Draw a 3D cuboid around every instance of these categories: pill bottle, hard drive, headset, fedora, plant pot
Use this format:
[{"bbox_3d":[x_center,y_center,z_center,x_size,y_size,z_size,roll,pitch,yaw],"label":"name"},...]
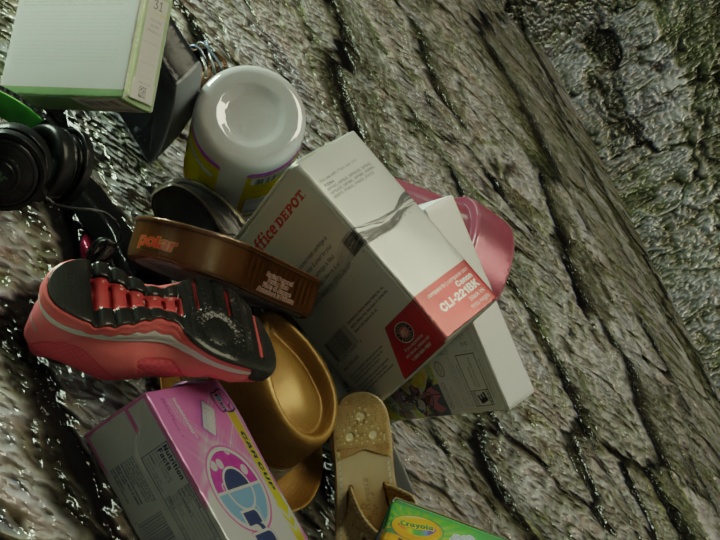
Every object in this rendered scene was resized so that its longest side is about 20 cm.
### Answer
[{"bbox_3d":[-0.116,-0.111,1.414,0.104,0.104,0.200,59,-18,9],"label":"pill bottle"},{"bbox_3d":[-0.201,-0.190,1.372,0.135,0.042,0.200,58,-20,6],"label":"hard drive"},{"bbox_3d":[-0.269,-0.072,1.178,0.200,0.094,0.123,44,20,14],"label":"headset"},{"bbox_3d":[-0.079,0.103,1.249,0.201,0.082,0.201,35,37,-33],"label":"fedora"},{"bbox_3d":[0.032,-0.013,1.544,0.179,0.200,0.200,31,27,-19],"label":"plant pot"}]

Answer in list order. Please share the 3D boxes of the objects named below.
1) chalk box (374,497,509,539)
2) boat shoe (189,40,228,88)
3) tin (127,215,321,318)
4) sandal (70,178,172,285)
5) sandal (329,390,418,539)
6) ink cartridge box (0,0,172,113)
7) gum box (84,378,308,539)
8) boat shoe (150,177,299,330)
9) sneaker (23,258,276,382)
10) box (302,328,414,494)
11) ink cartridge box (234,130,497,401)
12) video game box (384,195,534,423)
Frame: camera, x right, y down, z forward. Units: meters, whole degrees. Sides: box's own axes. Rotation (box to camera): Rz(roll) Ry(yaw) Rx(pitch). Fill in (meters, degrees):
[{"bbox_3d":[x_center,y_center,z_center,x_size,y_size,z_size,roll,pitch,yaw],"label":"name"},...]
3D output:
[{"bbox_3d":[0.055,0.272,1.157,0.124,0.124,0.200,19,39,-1],"label":"chalk box"},{"bbox_3d":[-0.177,-0.208,1.555,0.072,0.072,0.200,57,12,12],"label":"boat shoe"},{"bbox_3d":[-0.111,0.000,1.216,0.112,0.042,0.200,16,-6,31],"label":"tin"},{"bbox_3d":[-0.209,-0.009,1.243,0.200,0.045,0.075,51,7,35],"label":"sandal"},{"bbox_3d":[0.016,0.210,1.268,0.070,0.078,0.212,172,-93,-80],"label":"sandal"},{"bbox_3d":[-0.228,-0.239,1.264,0.048,0.145,0.200,21,78,-57],"label":"ink cartridge box"},{"bbox_3d":[-0.114,0.177,1.110,0.200,0.066,0.113,59,20,11],"label":"gum box"},{"bbox_3d":[-0.127,0.002,1.359,0.200,0.074,0.073,54,19,-3],"label":"boat shoe"},{"bbox_3d":[-0.161,0.050,1.119,0.200,0.087,0.074,17,45,-29],"label":"sneaker"},{"bbox_3d":[-0.010,0.115,1.423,0.156,0.041,0.200,70,-5,-64],"label":"box"},{"bbox_3d":[0.000,0.000,1.304,0.200,0.144,0.084,49,49,6],"label":"ink cartridge box"},{"bbox_3d":[0.055,0.042,1.387,0.047,0.182,0.200,-29,100,-39],"label":"video game box"}]
